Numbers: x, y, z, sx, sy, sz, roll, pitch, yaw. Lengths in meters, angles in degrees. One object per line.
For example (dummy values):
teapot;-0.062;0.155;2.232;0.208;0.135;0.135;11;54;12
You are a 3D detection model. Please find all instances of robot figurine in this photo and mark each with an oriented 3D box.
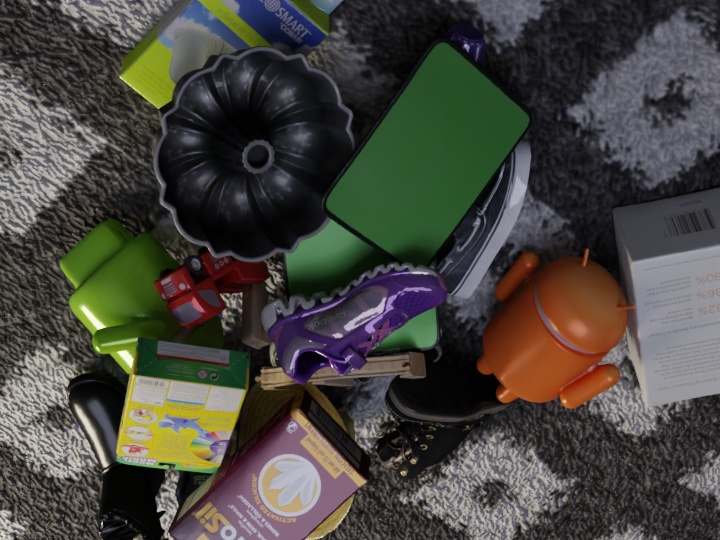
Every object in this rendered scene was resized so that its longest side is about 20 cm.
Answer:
robot figurine;-0.224;0.043;1.451;0.115;0.176;0.200;-40;96;3
robot figurine;0.211;0.065;1.492;0.115;0.145;0.200;20;135;-23

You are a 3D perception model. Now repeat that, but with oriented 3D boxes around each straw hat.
straw hat;-0.050;0.205;1.606;0.085;0.201;0.203;-15;141;-46

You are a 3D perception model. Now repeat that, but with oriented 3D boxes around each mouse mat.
mouse mat;0.000;0.000;1.412;0.158;0.008;0.203;-4;119;1
mouse mat;0.067;-0.106;1.334;0.160;0.008;0.201;33;96;-39

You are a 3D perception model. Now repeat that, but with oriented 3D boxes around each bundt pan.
bundt pan;-0.108;-0.115;1.301;0.199;0.076;0.205;-8;110;-23

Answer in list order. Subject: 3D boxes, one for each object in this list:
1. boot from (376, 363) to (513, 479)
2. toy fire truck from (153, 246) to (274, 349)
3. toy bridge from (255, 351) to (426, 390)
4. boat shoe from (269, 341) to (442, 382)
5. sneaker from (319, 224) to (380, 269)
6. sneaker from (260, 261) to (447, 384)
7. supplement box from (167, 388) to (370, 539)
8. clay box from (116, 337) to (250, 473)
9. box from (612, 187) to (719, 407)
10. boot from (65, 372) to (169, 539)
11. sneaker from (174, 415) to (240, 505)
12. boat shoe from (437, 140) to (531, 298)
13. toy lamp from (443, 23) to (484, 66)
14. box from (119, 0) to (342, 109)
boot;0.071;0.174;1.567;0.199;0.074;0.151;-3;144;-50
toy fire truck;-0.116;0.029;1.446;0.048;0.200;0.142;-25;97;37
toy bridge;-0.031;0.109;1.478;0.198;0.028;0.067;-8;170;31
boat shoe;-0.006;0.088;1.543;0.197;0.064;0.071;-11;126;5
sneaker;-0.020;-0.032;1.457;0.200;0.077;0.088;43;144;-14
sneaker;-0.003;0.058;1.373;0.198;0.089;0.081;-19;147;16
supplement box;-0.096;0.239;1.476;0.200;0.086;0.110;-44;95;9
clay box;-0.185;0.144;1.411;0.113;0.048;0.201;9;146;-11
box;0.362;0.028;1.489;0.150;0.107;0.202;-10;125;4
boot;-0.278;0.236;1.576;0.072;0.163;0.200;-19;124;10
sneaker;-0.174;0.214;1.578;0.076;0.141;0.202;-1;126;-1
boat shoe;0.116;-0.056;1.447;0.067;0.072;0.201;14;131;-14
toy lamp;0.075;-0.152;1.383;0.057;0.059;0.202;13;127;-12
box;-0.123;-0.223;1.329;0.122;0.048;0.200;37;117;-25
